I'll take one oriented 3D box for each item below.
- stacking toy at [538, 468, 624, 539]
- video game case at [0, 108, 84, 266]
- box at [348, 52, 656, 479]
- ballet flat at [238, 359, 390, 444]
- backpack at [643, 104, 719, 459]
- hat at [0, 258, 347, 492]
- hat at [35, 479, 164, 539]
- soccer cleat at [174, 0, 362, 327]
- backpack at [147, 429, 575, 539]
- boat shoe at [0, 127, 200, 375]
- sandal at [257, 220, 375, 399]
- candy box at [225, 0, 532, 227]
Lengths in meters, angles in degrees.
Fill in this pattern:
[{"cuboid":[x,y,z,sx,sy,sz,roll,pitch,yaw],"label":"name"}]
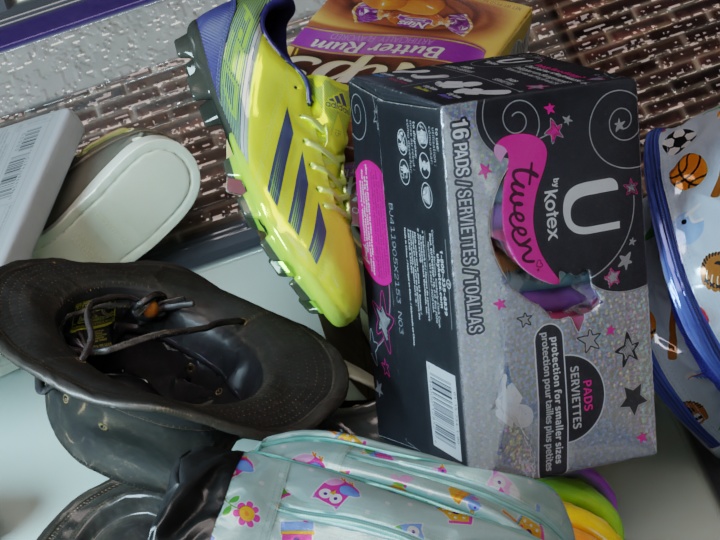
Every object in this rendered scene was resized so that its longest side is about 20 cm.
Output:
[{"cuboid":[0.102,0.142,1.525,0.115,0.110,0.201,4,40,7],"label":"stacking toy"},{"cuboid":[-0.260,0.000,1.654,0.181,0.023,0.201,-14,39,30],"label":"video game case"},{"cuboid":[0.076,-0.003,1.498,0.114,0.201,0.132,-10,14,-20],"label":"box"},{"cuboid":[-0.055,0.071,1.603,0.199,0.068,0.069,9,97,8],"label":"ballet flat"},{"cuboid":[0.215,-0.001,1.540,0.153,0.191,0.201,-23,53,11],"label":"backpack"},{"cuboid":[-0.111,0.066,1.512,0.199,0.081,0.201,14,20,-5],"label":"hat"},{"cuboid":[-0.098,0.164,1.537,0.199,0.081,0.202,-4,53,5],"label":"hat"},{"cuboid":[-0.033,-0.065,1.557,0.083,0.065,0.201,-24,66,-1],"label":"soccer cleat"},{"cuboid":[0.004,0.154,1.354,0.199,0.167,0.127,11,59,6],"label":"backpack"},{"cuboid":[-0.183,-0.009,1.686,0.201,0.072,0.060,-40,27,-5],"label":"boat shoe"},{"cuboid":[0.000,0.000,1.653,0.054,0.081,0.200,-13,46,-28],"label":"sandal"},{"cuboid":[0.013,-0.102,1.682,0.116,0.057,0.200,15,38,16],"label":"candy box"}]
